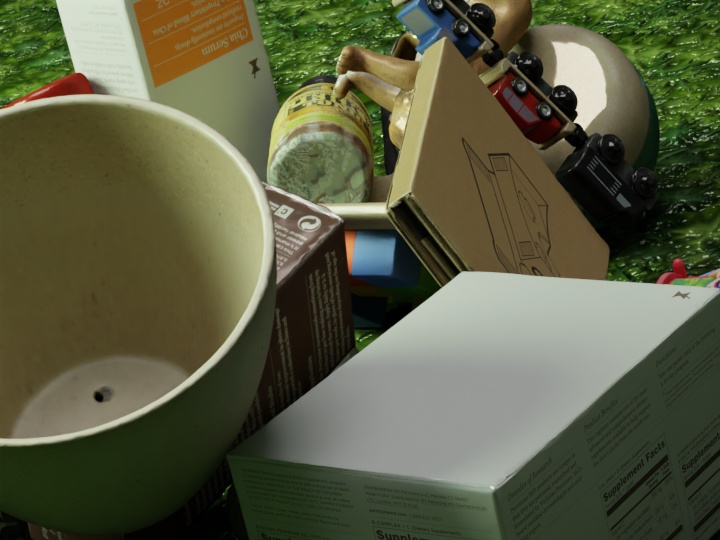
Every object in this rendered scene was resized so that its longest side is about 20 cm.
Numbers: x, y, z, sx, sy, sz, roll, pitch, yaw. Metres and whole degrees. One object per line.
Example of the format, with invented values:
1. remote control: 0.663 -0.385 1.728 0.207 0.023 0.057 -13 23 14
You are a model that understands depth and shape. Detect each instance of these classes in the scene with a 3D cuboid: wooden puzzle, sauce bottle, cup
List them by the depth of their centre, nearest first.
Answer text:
1. cup: -0.127 0.040 1.368 0.199 0.144 0.201 -5 50 6
2. wooden puzzle: 0.000 0.000 1.663 0.199 0.047 0.185 5 -9 33
3. sauce bottle: -0.024 -0.078 1.796 0.064 0.065 0.200 -13 16 2

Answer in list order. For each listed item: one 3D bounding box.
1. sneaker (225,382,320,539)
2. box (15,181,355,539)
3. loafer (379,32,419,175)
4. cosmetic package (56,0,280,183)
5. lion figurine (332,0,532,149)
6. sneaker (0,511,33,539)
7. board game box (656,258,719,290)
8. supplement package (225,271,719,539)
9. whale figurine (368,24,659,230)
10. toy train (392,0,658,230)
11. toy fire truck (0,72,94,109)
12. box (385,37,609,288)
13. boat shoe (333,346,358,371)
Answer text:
1. sneaker: -0.008 0.096 1.505 0.084 0.075 0.200 -3 14 40
2. box: -0.088 0.055 1.520 0.075 0.100 0.200 23 52 25
3. loafer: 0.043 -0.094 1.925 0.072 0.073 0.200 -15 22 -6
4. cosmetic package: -0.109 -0.096 1.848 0.101 0.201 0.071 -30 27 -36
5. lion figurine: 0.059 -0.127 1.740 0.122 0.073 0.201 21 65 4
6. sneaker: -0.225 0.098 1.562 0.199 0.079 0.089 -5 36 -7
7. board game box: 0.212 0.009 1.607 0.199 0.039 0.158 -19 22 -14
8. supplement package: 0.065 0.094 1.393 0.155 0.111 0.200 4 27 38
9. whale figurine: 0.089 -0.058 1.797 0.200 0.104 0.159 -32 51 12
10. toy train: 0.090 -0.096 1.685 0.046 0.200 0.034 -53 14 -32
11. toy fire truck: -0.225 -0.032 1.775 0.199 0.113 0.168 -24 4 18
12. box: 0.077 -0.020 1.588 0.021 0.164 0.200 -32 19 21
13. boat shoe: -0.098 0.063 1.628 0.199 0.067 0.074 -19 22 -14
